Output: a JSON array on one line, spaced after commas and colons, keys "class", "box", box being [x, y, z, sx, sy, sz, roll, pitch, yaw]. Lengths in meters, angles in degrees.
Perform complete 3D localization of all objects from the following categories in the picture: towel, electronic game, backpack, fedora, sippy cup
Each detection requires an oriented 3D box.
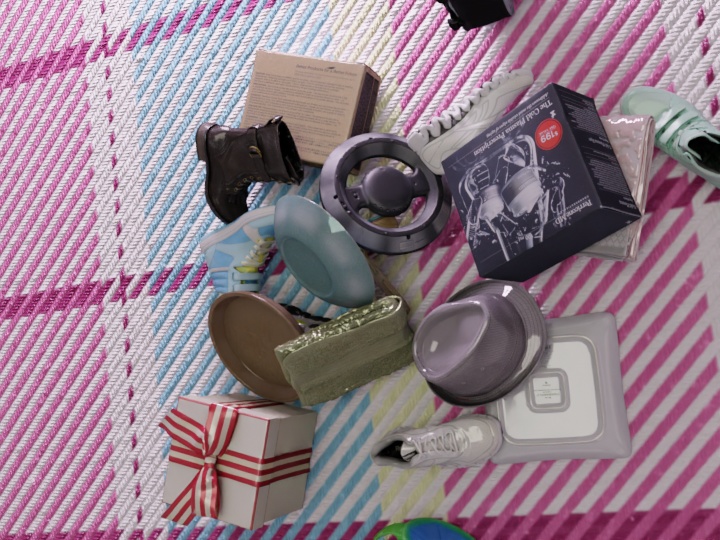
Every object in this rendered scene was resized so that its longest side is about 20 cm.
[{"class": "towel", "box": [-0.014, 0.121, 1.241, 0.200, 0.149, 0.037, -24, 46, 0]}, {"class": "towel", "box": [0.293, -0.115, 1.164, 0.200, 0.032, 0.192, 8, 91, 45]}, {"class": "electronic game", "box": [0.038, -0.114, 1.254, 0.199, 0.042, 0.201, 5, 64, -11]}, {"class": "backpack", "box": [0.159, -0.470, 1.210, 0.150, 0.177, 0.201, -21, 68, 18]}, {"class": "fedora", "box": [0.148, 0.096, 1.192, 0.200, 0.090, 0.177, -35, 57, 27]}, {"class": "sippy cup", "box": [0.098, 0.440, 1.198, 0.178, 0.139, 0.131, 40, 114, 46]}]

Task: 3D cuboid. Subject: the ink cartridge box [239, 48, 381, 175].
[{"class": "ink cartridge box", "box": [-0.083, -0.250, 1.353, 0.200, 0.075, 0.165, 15, 91, 25]}]

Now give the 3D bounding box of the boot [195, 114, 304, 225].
[{"class": "boot", "box": [-0.163, -0.147, 1.330, 0.174, 0.069, 0.200, 8, 129, 30]}]

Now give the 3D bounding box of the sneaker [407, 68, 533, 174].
[{"class": "sneaker", "box": [0.168, -0.215, 1.235, 0.200, 0.075, 0.081, -35, 89, 9]}]

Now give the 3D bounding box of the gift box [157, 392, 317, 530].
[{"class": "gift box", "box": [-0.198, 0.286, 1.301, 0.199, 0.187, 0.185, 4, 87, 23]}]

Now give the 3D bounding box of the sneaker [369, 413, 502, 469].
[{"class": "sneaker", "box": [0.105, 0.251, 1.221, 0.200, 0.081, 0.075, -17, 77, 27]}]

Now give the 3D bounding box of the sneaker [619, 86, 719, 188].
[{"class": "sneaker", "box": [0.416, -0.184, 1.105, 0.200, 0.118, 0.074, 43, 104, 22]}]

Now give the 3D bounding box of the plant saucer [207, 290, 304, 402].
[{"class": "plant saucer", "box": [-0.150, 0.114, 1.321, 0.200, 0.029, 0.201, 19, 128, 26]}]

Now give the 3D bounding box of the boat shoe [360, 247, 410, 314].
[{"class": "boat shoe", "box": [0.000, 0.000, 1.269, 0.063, 0.073, 0.200, -38, 108, -20]}]

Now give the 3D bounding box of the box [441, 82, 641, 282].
[{"class": "box", "box": [0.232, -0.109, 1.128, 0.200, 0.104, 0.183, -34, 63, 38]}]

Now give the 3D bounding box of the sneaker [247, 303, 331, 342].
[{"class": "sneaker", "box": [-0.113, 0.106, 1.343, 0.200, 0.077, 0.085, 18, 107, 28]}]

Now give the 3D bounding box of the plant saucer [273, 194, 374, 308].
[{"class": "plant saucer", "box": [-0.065, -0.015, 1.228, 0.201, 0.201, 0.039, 39, 62, 21]}]

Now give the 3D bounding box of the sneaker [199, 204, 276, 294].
[{"class": "sneaker", "box": [-0.165, -0.021, 1.365, 0.200, 0.079, 0.131, -24, 75, 36]}]

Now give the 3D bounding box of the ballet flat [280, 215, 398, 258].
[{"class": "ballet flat", "box": [-0.031, -0.031, 1.321, 0.200, 0.069, 0.063, -18, 93, 23]}]

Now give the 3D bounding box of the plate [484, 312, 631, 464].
[{"class": "plate", "box": [0.262, 0.166, 1.193, 0.199, 0.032, 0.201, -8, 82, 24]}]
